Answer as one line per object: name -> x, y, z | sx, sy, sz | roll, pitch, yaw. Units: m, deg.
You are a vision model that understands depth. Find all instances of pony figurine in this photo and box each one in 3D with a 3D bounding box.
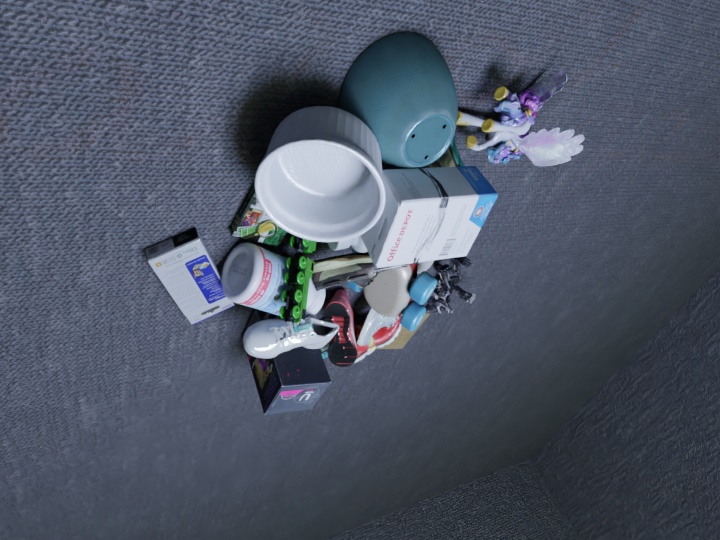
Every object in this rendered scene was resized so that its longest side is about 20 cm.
pony figurine -> 0.290, -0.270, 0.966 | 0.196, 0.172, 0.190 | 6, 164, -43

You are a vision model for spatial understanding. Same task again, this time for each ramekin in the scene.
ramekin -> -0.057, -0.147, 0.795 | 0.193, 0.100, 0.203 | 3, 141, 2

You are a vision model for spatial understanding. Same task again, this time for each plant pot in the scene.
plant pot -> 0.078, -0.245, 0.832 | 0.195, 0.137, 0.203 | -19, 143, -15

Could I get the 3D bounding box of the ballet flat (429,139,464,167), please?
ballet flat -> 0.170, -0.205, 1.022 | 0.061, 0.069, 0.201 | -10, 145, 21

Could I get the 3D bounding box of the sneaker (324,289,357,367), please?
sneaker -> -0.037, 0.134, 1.209 | 0.071, 0.088, 0.205 | 4, 124, 8

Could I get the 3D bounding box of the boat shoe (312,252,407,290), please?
boat shoe -> 0.000, 0.000, 1.001 | 0.193, 0.067, 0.073 | -6, -171, 11

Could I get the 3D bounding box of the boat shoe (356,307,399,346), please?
boat shoe -> 0.060, 0.094, 1.209 | 0.205, 0.070, 0.070 | -61, 177, 3

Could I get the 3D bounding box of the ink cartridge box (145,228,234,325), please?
ink cartridge box -> -0.304, 0.017, 0.952 | 0.092, 0.037, 0.203 | -24, 141, -10

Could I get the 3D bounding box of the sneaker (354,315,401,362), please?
sneaker -> 0.020, 0.153, 1.277 | 0.199, 0.078, 0.085 | -40, 139, 7

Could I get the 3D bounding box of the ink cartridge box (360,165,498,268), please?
ink cartridge box -> 0.112, -0.093, 0.890 | 0.195, 0.085, 0.147 | -8, 140, -27

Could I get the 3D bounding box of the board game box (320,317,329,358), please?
board game box -> -0.143, 0.193, 1.276 | 0.195, 0.028, 0.137 | -24, 143, -11

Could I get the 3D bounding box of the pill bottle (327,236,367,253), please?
pill bottle -> 0.031, -0.097, 0.991 | 0.195, 0.112, 0.113 | -12, 141, -24

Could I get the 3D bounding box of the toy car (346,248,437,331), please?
toy car -> 0.101, -0.014, 1.130 | 0.200, 0.182, 0.180 | -42, 157, -37

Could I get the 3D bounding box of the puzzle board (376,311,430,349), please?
puzzle board -> 0.078, 0.157, 1.404 | 0.196, 0.018, 0.152 | 6, 131, -39

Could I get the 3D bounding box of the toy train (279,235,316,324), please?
toy train -> -0.110, 0.001, 0.956 | 0.041, 0.207, 0.056 | -4, 160, 27

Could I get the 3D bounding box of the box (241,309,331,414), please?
box -> -0.160, 0.183, 1.105 | 0.120, 0.203, 0.107 | 4, 136, -37

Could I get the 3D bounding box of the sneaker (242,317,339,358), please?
sneaker -> -0.131, 0.120, 1.020 | 0.196, 0.078, 0.088 | -3, 163, -39

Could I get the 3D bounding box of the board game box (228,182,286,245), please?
board game box -> -0.142, -0.131, 0.907 | 0.103, 0.024, 0.202 | 7, 130, -43

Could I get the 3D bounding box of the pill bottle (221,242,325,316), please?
pill bottle -> -0.160, 0.028, 1.003 | 0.109, 0.110, 0.198 | -44, 142, 19

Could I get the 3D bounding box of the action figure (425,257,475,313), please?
action figure -> 0.222, 0.057, 1.318 | 0.117, 0.102, 0.203 | -28, 144, -23
